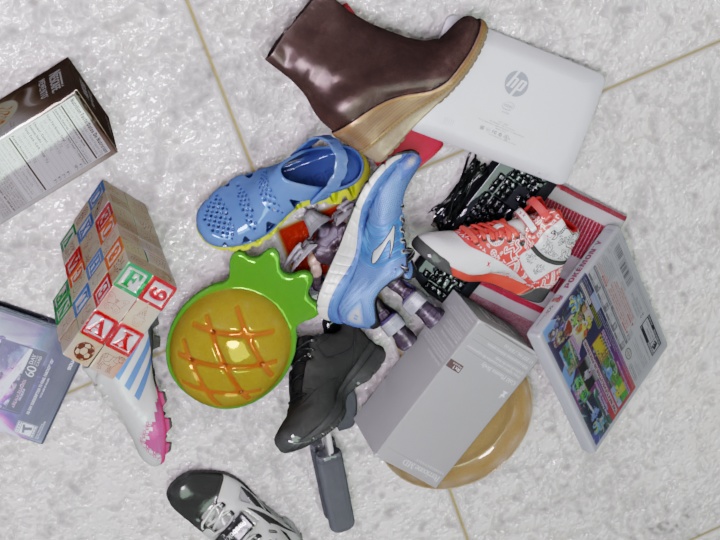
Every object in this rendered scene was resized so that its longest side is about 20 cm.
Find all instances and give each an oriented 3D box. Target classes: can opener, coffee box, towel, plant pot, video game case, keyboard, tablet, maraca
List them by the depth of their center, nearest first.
[{"bbox_3d":[-0.347,-0.113,1.452,0.199,0.114,0.080,-32,119,-1],"label":"coffee box"},{"bbox_3d":[-0.409,0.098,1.588,0.199,0.019,0.144,21,107,-24],"label":"video game case"},{"bbox_3d":[-0.129,0.065,1.597,0.137,0.107,0.201,32,109,-14],"label":"maraca"},{"bbox_3d":[0.160,-0.184,1.600,0.198,0.014,0.131,18,98,-18],"label":"tablet"},{"bbox_3d":[0.130,-0.053,1.647,0.104,0.040,0.201,34,102,-12],"label":"keyboard"},{"bbox_3d":[0.209,-0.004,1.715,0.143,0.023,0.201,23,106,-25],"label":"towel"},{"bbox_3d":[0.280,0.081,1.715,0.183,0.023,0.201,-50,130,-27],"label":"video game case"},{"bbox_3d":[-0.029,0.217,1.733,0.066,0.053,0.202,-11,117,-11],"label":"can opener"},{"bbox_3d":[0.110,0.170,1.766,0.198,0.028,0.202,-6,117,-13],"label":"plant pot"}]

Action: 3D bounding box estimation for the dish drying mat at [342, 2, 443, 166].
[{"bbox_3d":[0.010,-0.186,1.574,0.077,0.018,0.200,-37,118,2],"label":"dish drying mat"}]

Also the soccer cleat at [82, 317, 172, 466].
[{"bbox_3d":[-0.260,0.125,1.614,0.086,0.070,0.202,-12,110,-20],"label":"soccer cleat"}]

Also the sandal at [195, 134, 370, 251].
[{"bbox_3d":[-0.084,-0.089,1.545,0.199,0.087,0.080,-29,75,-8],"label":"sandal"}]

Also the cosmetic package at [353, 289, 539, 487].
[{"bbox_3d":[0.096,0.136,1.682,0.106,0.090,0.201,28,102,-30],"label":"cosmetic package"}]

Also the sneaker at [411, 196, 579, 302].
[{"bbox_3d":[0.153,-0.039,1.614,0.200,0.067,0.108,18,111,-36],"label":"sneaker"}]

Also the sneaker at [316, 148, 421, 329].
[{"bbox_3d":[0.027,-0.031,1.555,0.088,0.079,0.202,22,98,5],"label":"sneaker"}]

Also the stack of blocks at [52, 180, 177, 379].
[{"bbox_3d":[-0.256,0.005,1.483,0.058,0.200,0.116,30,104,-28],"label":"stack of blocks"}]

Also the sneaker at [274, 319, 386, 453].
[{"bbox_3d":[-0.051,0.123,1.627,0.076,0.200,0.091,-29,106,39],"label":"sneaker"}]

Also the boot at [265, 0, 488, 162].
[{"bbox_3d":[0.021,-0.231,1.508,0.166,0.072,0.200,44,80,-14],"label":"boot"}]

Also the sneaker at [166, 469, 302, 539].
[{"bbox_3d":[-0.138,0.304,1.725,0.199,0.089,0.074,34,104,-25],"label":"sneaker"}]

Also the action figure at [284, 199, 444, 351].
[{"bbox_3d":[0.000,0.000,1.632,0.130,0.069,0.200,-41,104,13],"label":"action figure"}]
